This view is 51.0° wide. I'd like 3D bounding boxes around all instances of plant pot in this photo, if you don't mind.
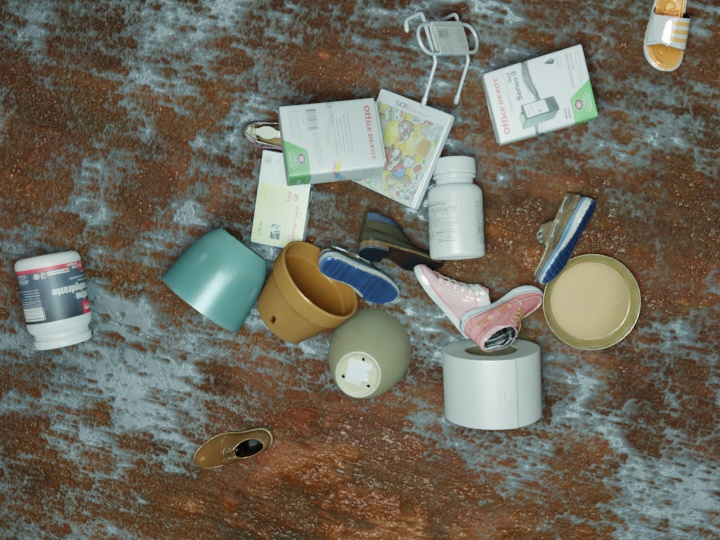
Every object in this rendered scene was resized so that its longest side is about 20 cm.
[{"bbox_3d":[0.482,0.065,1.581,0.197,0.027,0.203,1,97,9],"label":"plant pot"},{"bbox_3d":[-0.293,0.009,1.601,0.200,0.201,0.162,37,88,2],"label":"plant pot"},{"bbox_3d":[0.007,0.190,1.576,0.185,0.200,0.190,1,98,8],"label":"plant pot"},{"bbox_3d":[-0.125,0.058,1.591,0.200,0.200,0.140,47,117,0],"label":"plant pot"}]

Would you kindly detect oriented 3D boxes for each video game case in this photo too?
[{"bbox_3d":[0.080,-0.252,1.559,0.181,0.023,0.202,28,102,29],"label":"video game case"}]

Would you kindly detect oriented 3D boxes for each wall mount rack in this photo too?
[{"bbox_3d":[0.162,-0.424,1.505,0.074,0.199,0.176,-12,94,45],"label":"wall mount rack"}]

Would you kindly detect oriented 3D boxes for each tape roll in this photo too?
[{"bbox_3d":[0.269,0.227,1.544,0.200,0.203,0.141,-2,98,8],"label":"tape roll"}]

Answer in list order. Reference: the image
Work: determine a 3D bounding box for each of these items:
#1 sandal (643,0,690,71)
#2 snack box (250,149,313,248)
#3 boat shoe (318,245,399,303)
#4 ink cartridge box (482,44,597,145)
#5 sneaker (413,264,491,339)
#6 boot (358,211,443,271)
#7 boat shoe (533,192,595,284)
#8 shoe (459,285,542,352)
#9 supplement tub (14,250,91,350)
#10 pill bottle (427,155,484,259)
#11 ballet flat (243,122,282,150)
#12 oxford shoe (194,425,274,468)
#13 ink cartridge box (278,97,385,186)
[{"bbox_3d":[0.603,-0.499,1.471,0.078,0.059,0.209,4,98,8],"label":"sandal"},{"bbox_3d":[-0.166,-0.152,1.636,0.115,0.037,0.203,11,99,7],"label":"snack box"},{"bbox_3d":[0.000,0.000,1.599,0.199,0.073,0.072,31,119,-27],"label":"boat shoe"},{"bbox_3d":[0.356,-0.347,1.513,0.198,0.084,0.148,-15,95,10],"label":"ink cartridge box"},{"bbox_3d":[0.204,0.042,1.586,0.104,0.075,0.201,-39,105,11],"label":"sneaker"},{"bbox_3d":[0.088,-0.062,1.591,0.198,0.075,0.098,13,58,-24],"label":"boot"},{"bbox_3d":[0.405,-0.067,1.552,0.072,0.072,0.201,30,85,32],"label":"boat shoe"},{"bbox_3d":[0.307,0.102,1.542,0.198,0.091,0.072,-21,126,-17],"label":"shoe"},{"bbox_3d":[-0.682,0.064,1.684,0.139,0.140,0.203,-8,97,9],"label":"supplement tub"},{"bbox_3d":[0.195,-0.126,1.546,0.113,0.114,0.203,-2,87,8],"label":"pill bottle"},{"bbox_3d":[-0.153,-0.285,1.599,0.197,0.071,0.070,4,95,7],"label":"ballet flat"},{"bbox_3d":[-0.297,0.407,1.713,0.198,0.071,0.072,-22,96,12],"label":"oxford shoe"},{"bbox_3d":[-0.059,-0.258,1.523,0.197,0.088,0.147,-8,82,-8],"label":"ink cartridge box"}]
